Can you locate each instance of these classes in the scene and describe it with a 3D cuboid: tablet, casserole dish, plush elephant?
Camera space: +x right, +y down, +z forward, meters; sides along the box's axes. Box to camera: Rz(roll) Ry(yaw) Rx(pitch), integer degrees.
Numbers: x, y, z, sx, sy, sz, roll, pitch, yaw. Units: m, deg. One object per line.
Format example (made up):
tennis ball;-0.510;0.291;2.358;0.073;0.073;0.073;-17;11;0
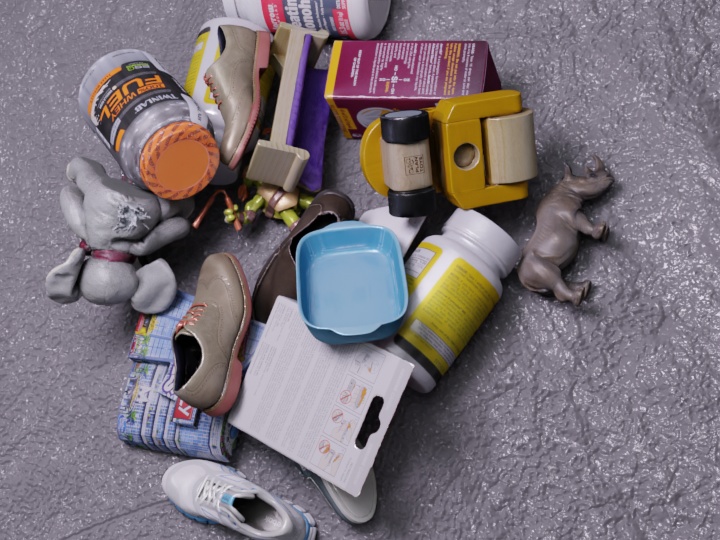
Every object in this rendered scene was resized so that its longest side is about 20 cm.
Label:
tablet;0.000;0.000;1.569;0.130;0.014;0.200;-7;45;51
casserole dish;-0.010;0.018;1.469;0.121;0.039;0.200;-6;38;0
plush elephant;-0.296;-0.027;1.594;0.164;0.200;0.155;17;104;-14

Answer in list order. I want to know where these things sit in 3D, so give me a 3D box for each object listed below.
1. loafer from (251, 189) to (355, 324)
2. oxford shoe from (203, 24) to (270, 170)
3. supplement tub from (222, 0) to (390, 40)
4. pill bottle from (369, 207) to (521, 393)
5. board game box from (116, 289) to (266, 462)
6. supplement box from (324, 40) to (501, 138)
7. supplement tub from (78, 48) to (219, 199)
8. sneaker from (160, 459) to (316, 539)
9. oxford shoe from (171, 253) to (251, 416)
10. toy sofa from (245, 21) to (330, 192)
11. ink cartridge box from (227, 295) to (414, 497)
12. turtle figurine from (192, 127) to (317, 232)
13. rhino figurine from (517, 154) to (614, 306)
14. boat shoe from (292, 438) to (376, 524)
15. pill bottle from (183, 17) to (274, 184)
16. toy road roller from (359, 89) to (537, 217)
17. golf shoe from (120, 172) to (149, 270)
loafer;-0.078;-0.007;1.582;0.073;0.071;0.200;28;103;0
oxford shoe;-0.162;-0.215;1.625;0.075;0.070;0.200;14;60;-15
supplement tub;-0.069;-0.378;1.739;0.200;0.140;0.141;5;68;17
pill bottle;0.092;0.032;1.531;0.114;0.114;0.200;33;79;25
board game box;-0.184;0.121;1.581;0.200;0.062;0.200;4;68;26
supplement box;0.068;-0.225;1.652;0.200;0.110;0.086;3;68;16
supplement tub;-0.256;-0.177;1.605;0.122;0.123;0.200;-39;47;-4
sneaker;-0.148;0.262;1.511;0.200;0.087;0.075;17;74;22
oxford shoe;-0.175;0.062;1.508;0.070;0.075;0.200;-23;54;34
toy sofa;-0.076;-0.201;1.633;0.097;0.083;0.200;14;60;-10
ink cartridge box;-0.039;0.138;1.467;0.200;0.050;0.161;25;94;30
turtle figurine;-0.101;-0.081;1.659;0.161;0.064;0.200;38;65;16
rhino figurine;0.248;-0.054;1.558;0.087;0.060;0.200;16;70;18
boat shoe;-0.046;0.211;1.531;0.062;0.073;0.200;-48;62;41
pill bottle;-0.178;-0.218;1.715;0.111;0.111;0.200;5;68;17
toy road roller;0.098;-0.145;1.559;0.200;0.146;0.123;-10;107;-12
golf shoe;-0.273;-0.090;1.713;0.092;0.073;0.200;20;80;5
